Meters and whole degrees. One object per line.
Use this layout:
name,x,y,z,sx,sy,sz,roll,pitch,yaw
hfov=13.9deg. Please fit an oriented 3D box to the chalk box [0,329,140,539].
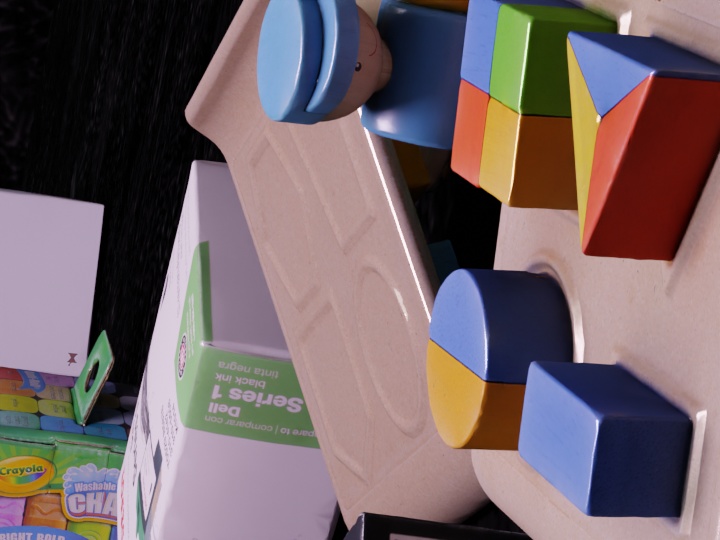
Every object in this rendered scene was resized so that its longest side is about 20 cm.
chalk box,-0.192,0.138,1.890,0.125,0.124,0.201,-117,36,-70

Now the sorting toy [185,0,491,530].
sorting toy,0.000,0.000,1.090,0.200,0.036,0.185,67,162,9

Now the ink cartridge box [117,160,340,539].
ink cartridge box,-0.056,0.075,1.352,0.146,0.084,0.200,-97,19,-54

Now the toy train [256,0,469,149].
toy train,0.037,-0.132,0.913,0.085,0.115,0.201,31,113,61

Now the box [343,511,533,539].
box,0.014,0.196,0.934,0.141,0.079,0.201,126,150,-61

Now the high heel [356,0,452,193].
high heel,0.040,-0.136,1.128,0.143,0.071,0.201,-23,-69,-67

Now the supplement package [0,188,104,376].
supplement package,-0.325,0.007,2.479,0.200,0.191,0.148,175,102,-78

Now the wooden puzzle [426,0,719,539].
wooden puzzle,0.061,0.000,0.801,0.185,0.046,0.201,-141,51,-68
